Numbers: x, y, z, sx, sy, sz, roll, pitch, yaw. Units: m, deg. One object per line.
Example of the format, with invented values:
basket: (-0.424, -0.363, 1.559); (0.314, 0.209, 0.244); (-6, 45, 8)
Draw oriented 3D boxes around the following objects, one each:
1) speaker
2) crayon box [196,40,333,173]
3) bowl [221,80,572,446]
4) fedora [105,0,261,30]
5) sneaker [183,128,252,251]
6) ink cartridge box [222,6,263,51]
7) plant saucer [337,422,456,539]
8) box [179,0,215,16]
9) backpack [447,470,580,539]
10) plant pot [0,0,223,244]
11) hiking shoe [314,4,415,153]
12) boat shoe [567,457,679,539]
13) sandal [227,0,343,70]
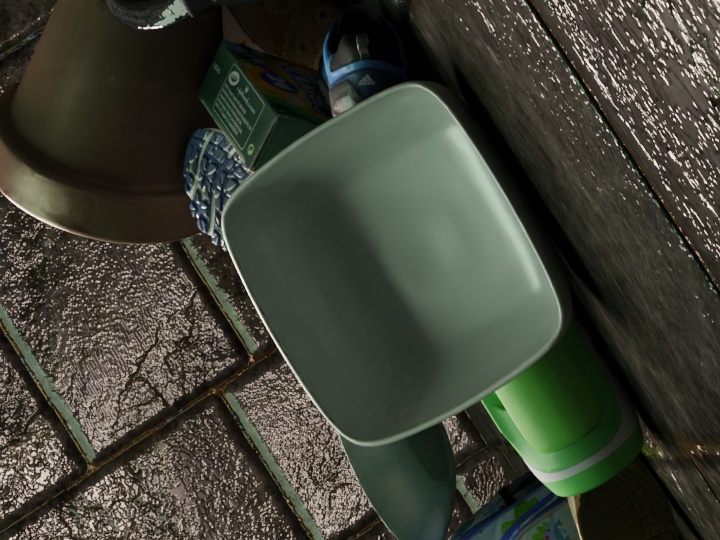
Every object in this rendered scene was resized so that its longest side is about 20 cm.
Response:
speaker: (0.112, 0.052, 1.475); (0.201, 0.088, 0.088); (58, 178, -9)
crayon box: (-0.009, -0.098, 1.612); (0.199, 0.052, 0.126); (16, -158, -32)
bowl: (0.030, -0.007, 1.396); (0.201, 0.199, 0.075); (60, -152, 1)
fedora: (-0.105, -0.247, 1.558); (0.091, 0.201, 0.201); (21, -160, -35)
sneaker: (-0.047, -0.039, 1.596); (0.200, 0.077, 0.085); (39, -151, 23)
ink cartridge box: (-0.135, -0.257, 1.760); (0.201, 0.145, 0.083); (59, 178, -40)
plant saucer: (0.035, 0.134, 1.778); (0.201, 0.038, 0.202); (56, -161, -30)
box: (-0.111, -0.278, 1.258); (0.201, 0.124, 0.149); (56, 179, 11)
backpack: (0.162, 0.258, 1.773); (0.184, 0.199, 0.147); (58, 178, 0)
plant pot: (-0.181, -0.145, 1.668); (0.201, 0.199, 0.176); (55, 139, 46)
hiking shoe: (0.007, -0.144, 1.505); (0.200, 0.074, 0.087); (-110, 17, -70)
boat shoe: (0.189, 0.169, 1.656); (0.201, 0.073, 0.063); (59, -174, 27)
sandal: (-0.023, -0.181, 1.708); (0.069, 0.078, 0.212); (-6, 130, 52)
